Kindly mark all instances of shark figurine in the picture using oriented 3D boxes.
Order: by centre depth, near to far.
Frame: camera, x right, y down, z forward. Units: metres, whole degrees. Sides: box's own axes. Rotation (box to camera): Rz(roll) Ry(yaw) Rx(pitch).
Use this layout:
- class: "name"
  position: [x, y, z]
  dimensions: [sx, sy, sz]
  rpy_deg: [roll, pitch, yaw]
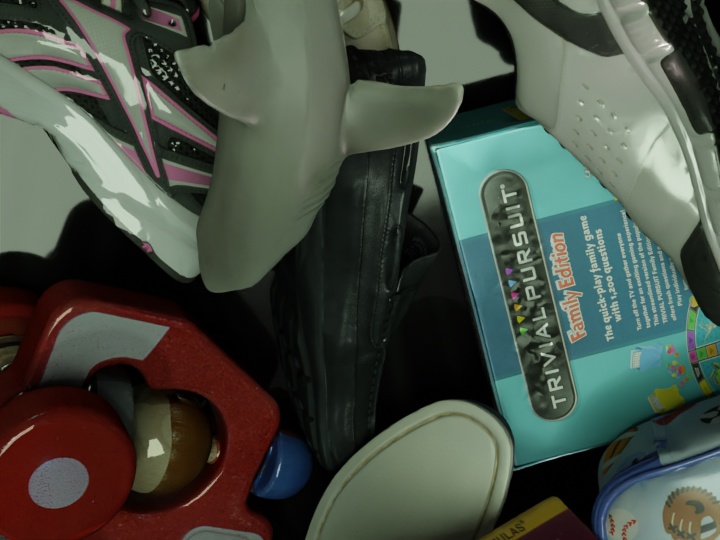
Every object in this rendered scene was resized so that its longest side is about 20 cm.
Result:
- class: "shark figurine"
  position: [-0.050, -0.098, 0.662]
  dimensions: [0.128, 0.089, 0.215]
  rpy_deg: [-11, 98, 37]

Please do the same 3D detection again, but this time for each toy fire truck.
- class: "toy fire truck"
  position: [-0.111, 0.103, 0.813]
  dimensions: [0.168, 0.112, 0.200]
  rpy_deg: [14, 109, -33]

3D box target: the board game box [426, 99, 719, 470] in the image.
- class: "board game box"
  position: [0.141, -0.014, 0.808]
  dimensions: [0.200, 0.047, 0.151]
  rpy_deg: [-14, 107, 2]

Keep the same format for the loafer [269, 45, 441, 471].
- class: "loafer"
  position: [0.000, 0.000, 0.781]
  dimensions: [0.070, 0.068, 0.201]
  rpy_deg: [-11, 126, -14]

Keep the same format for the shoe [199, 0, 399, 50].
- class: "shoe"
  position: [-0.044, -0.136, 0.755]
  dimensions: [0.070, 0.053, 0.200]
  rpy_deg: [-28, 107, 6]

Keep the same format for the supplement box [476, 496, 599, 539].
- class: "supplement box"
  position: [0.039, 0.209, 0.780]
  dimensions: [0.103, 0.131, 0.200]
  rpy_deg: [47, 140, 23]

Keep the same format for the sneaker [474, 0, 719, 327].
- class: "sneaker"
  position: [0.111, -0.061, 0.741]
  dimensions: [0.080, 0.074, 0.200]
  rpy_deg: [-11, 118, 34]

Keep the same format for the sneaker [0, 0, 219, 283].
- class: "sneaker"
  position: [-0.111, -0.093, 0.763]
  dimensions: [0.086, 0.080, 0.200]
  rpy_deg: [-44, 115, 2]

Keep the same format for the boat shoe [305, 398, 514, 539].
- class: "boat shoe"
  position: [0.015, 0.135, 0.832]
  dimensions: [0.075, 0.062, 0.200]
  rpy_deg: [33, 113, 20]

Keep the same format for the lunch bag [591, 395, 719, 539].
- class: "lunch bag"
  position: [0.205, 0.121, 0.778]
  dimensions: [0.200, 0.076, 0.160]
  rpy_deg: [-17, 98, 12]
